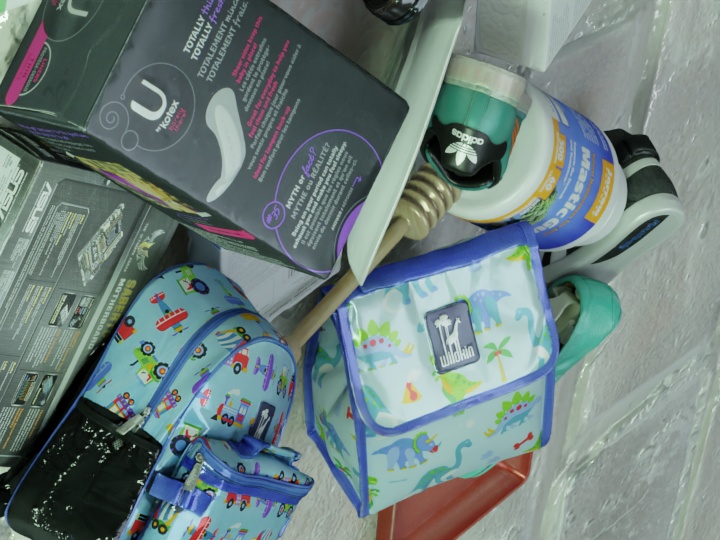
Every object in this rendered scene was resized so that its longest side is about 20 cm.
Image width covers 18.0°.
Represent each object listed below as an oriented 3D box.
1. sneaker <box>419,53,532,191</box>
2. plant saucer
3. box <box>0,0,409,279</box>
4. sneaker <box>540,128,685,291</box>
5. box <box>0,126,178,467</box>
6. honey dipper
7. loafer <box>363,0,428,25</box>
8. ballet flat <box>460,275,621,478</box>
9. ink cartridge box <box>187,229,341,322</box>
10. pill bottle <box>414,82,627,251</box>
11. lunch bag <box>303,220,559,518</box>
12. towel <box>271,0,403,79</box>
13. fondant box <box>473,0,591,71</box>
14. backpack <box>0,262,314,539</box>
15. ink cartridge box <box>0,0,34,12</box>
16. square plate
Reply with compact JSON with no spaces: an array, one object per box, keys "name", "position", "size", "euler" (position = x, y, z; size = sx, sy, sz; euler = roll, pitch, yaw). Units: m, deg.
[{"name":"sneaker","position":[0.072,-0.095,1.541],"size":[0.200,0.071,0.080],"euler":[18,92,-85]},{"name":"plant saucer","position":[0.080,0.149,1.943],"size":[0.200,0.037,0.201],"euler":[-35,143,-37]},{"name":"box","position":[-0.089,-0.095,1.303],"size":[0.200,0.106,0.123],"euler":[33,79,-40]},{"name":"sneaker","position":[0.172,-0.041,1.874],"size":[0.200,0.112,0.073],"euler":[-34,145,28]},{"name":"box","position":[-0.201,0.021,1.373],"size":[0.158,0.048,0.201],"euler":[9,109,-61]},{"name":"honey dipper","position":[0.000,0.000,1.586],"size":[0.200,0.038,0.038],"euler":[-48,150,-30]},{"name":"loafer","position":[0.021,-0.254,1.412],"size":[0.072,0.073,0.202],"euler":[12,82,-39]},{"name":"ballet flat","position":[0.125,0.078,1.838],"size":[0.200,0.067,0.070],"euler":[-48,130,9]},{"name":"ink cartridge box","position":[-0.060,-0.032,1.504],"size":[0.119,0.042,0.200],"euler":[-37,159,-25]},{"name":"pill bottle","position":[0.130,-0.076,1.730],"size":[0.113,0.112,0.200],"euler":[-61,150,5]},{"name":"lunch bag","position":[0.052,0.064,1.686],"size":[0.169,0.128,0.201],"euler":[-19,135,-19]},{"name":"towel","position":[-0.038,-0.158,1.475],"size":[0.200,0.032,0.192],"euler":[6,111,-59]},{"name":"fondant box","position":[0.145,-0.255,1.585],"size":[0.200,0.058,0.145],"euler":[-56,157,-43]},{"name":"backpack","position":[-0.107,0.105,1.420],"size":[0.201,0.134,0.183],"euler":[-60,155,-4]},{"name":"ink cartridge box","position":[-0.176,-0.200,1.102],"size":[0.199,0.146,0.085],"euler":[-27,138,-43]},{"name":"square plate","position":[0.032,-0.117,1.531],"size":[0.198,0.028,0.201],"euler":[-76,-174,-65]}]
